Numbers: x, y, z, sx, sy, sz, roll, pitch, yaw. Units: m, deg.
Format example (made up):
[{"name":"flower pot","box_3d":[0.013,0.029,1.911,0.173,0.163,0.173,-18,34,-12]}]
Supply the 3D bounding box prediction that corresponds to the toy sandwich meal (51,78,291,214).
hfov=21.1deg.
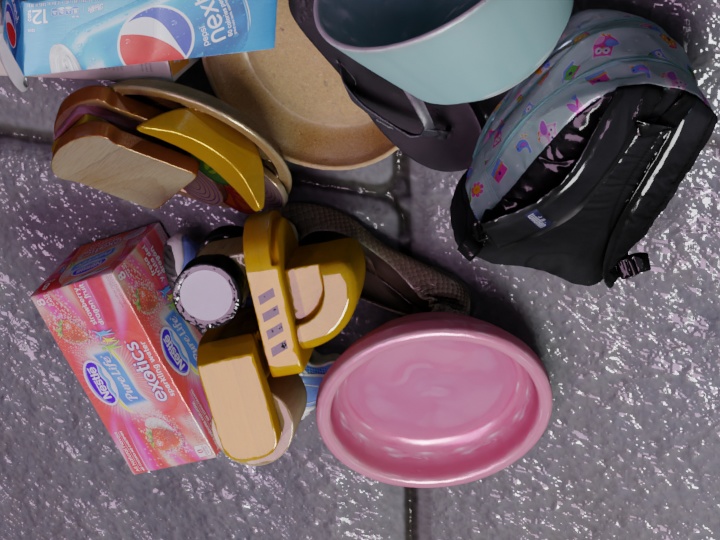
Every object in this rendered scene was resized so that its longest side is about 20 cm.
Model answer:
[{"name":"toy sandwich meal","box_3d":[-0.155,-0.088,1.595,0.205,0.070,0.205,18,157,8]}]

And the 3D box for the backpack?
[{"name":"backpack","box_3d":[0.169,-0.093,1.448,0.167,0.127,0.200,8,134,-31]}]

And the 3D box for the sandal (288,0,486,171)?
[{"name":"sandal","box_3d":[0.016,-0.147,1.504,0.200,0.043,0.076,44,126,-7]}]

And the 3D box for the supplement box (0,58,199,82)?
[{"name":"supplement box","box_3d":[-0.235,-0.228,1.591,0.200,0.074,0.126,5,120,22]}]

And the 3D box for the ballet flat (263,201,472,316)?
[{"name":"ballet flat","box_3d":[0.000,0.000,1.644,0.200,0.046,0.067,26,126,7]}]

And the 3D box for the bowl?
[{"name":"bowl","box_3d":[0.076,-0.198,1.416,0.200,0.201,0.105,-14,132,30]}]

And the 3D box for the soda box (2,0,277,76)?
[{"name":"soda box","box_3d":[-0.167,-0.199,1.467,0.200,0.068,0.064,-9,125,-20]}]

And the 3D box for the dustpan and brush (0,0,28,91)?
[{"name":"dustpan and brush","box_3d":[-0.286,-0.214,1.522,0.057,0.140,0.200,-10,140,16]}]

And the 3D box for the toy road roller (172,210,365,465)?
[{"name":"toy road roller","box_3d":[-0.061,0.050,1.600,0.146,0.123,0.200,-10,105,10]}]

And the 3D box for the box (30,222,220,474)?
[{"name":"box","box_3d":[-0.194,0.072,1.744,0.102,0.095,0.200,-14,113,31]}]

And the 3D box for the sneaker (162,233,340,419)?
[{"name":"sneaker","box_3d":[-0.096,0.040,1.707,0.077,0.076,0.200,-38,102,15]}]

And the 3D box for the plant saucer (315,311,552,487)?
[{"name":"plant saucer","box_3d":[0.061,0.104,1.641,0.200,0.051,0.201,-2,135,-2]}]

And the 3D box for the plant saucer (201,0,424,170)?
[{"name":"plant saucer","box_3d":[-0.032,-0.177,1.556,0.200,0.035,0.201,11,122,17]}]
